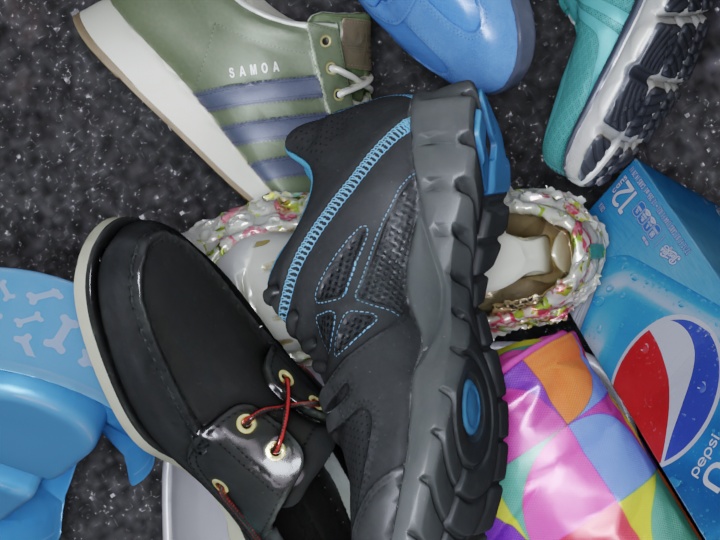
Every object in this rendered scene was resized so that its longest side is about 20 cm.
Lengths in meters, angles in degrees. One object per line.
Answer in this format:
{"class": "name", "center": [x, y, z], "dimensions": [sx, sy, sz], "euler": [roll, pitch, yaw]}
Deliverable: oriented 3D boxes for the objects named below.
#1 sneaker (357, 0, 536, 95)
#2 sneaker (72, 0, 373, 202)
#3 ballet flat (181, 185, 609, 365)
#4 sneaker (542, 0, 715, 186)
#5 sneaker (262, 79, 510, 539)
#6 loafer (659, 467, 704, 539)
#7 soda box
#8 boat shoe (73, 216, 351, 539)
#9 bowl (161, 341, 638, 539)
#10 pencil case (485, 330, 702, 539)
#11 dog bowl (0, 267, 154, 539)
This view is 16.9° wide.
{"class": "sneaker", "center": [-0.010, -0.145, 0.986], "dimensions": [0.200, 0.078, 0.066], "euler": [54, 133, 15]}
{"class": "sneaker", "center": [-0.021, -0.068, 1.010], "dimensions": [0.200, 0.067, 0.090], "euler": [44, 95, 4]}
{"class": "ballet flat", "center": [0.000, 0.000, 0.948], "dimensions": [0.199, 0.064, 0.076], "euler": [-12, 90, -2]}
{"class": "sneaker", "center": [0.104, -0.133, 0.981], "dimensions": [0.079, 0.077, 0.201], "euler": [13, 88, 20]}
{"class": "sneaker", "center": [0.008, 0.029, 0.874], "dimensions": [0.081, 0.073, 0.201], "euler": [-5, 61, 18]}
{"class": "loafer", "center": [0.168, 0.117, 1.013], "dimensions": [0.071, 0.073, 0.201], "euler": [10, 88, -29]}
{"class": "soda box", "center": [0.146, 0.047, 0.941], "dimensions": [0.068, 0.200, 0.064], "euler": [26, 113, -36]}
{"class": "boat shoe", "center": [-0.034, 0.060, 0.898], "dimensions": [0.074, 0.063, 0.202], "euler": [-52, 122, -38]}
{"class": "bowl", "center": [0.023, 0.131, 1.004], "dimensions": [0.199, 0.075, 0.201], "euler": [-5, 89, 1]}
{"class": "pencil case", "center": [0.094, 0.122, 0.928], "dimensions": [0.088, 0.088, 0.201], "euler": [-30, 87, 0]}
{"class": "dog bowl", "center": [-0.149, 0.057, 0.957], "dimensions": [0.111, 0.200, 0.050], "euler": [22, 60, -21]}
